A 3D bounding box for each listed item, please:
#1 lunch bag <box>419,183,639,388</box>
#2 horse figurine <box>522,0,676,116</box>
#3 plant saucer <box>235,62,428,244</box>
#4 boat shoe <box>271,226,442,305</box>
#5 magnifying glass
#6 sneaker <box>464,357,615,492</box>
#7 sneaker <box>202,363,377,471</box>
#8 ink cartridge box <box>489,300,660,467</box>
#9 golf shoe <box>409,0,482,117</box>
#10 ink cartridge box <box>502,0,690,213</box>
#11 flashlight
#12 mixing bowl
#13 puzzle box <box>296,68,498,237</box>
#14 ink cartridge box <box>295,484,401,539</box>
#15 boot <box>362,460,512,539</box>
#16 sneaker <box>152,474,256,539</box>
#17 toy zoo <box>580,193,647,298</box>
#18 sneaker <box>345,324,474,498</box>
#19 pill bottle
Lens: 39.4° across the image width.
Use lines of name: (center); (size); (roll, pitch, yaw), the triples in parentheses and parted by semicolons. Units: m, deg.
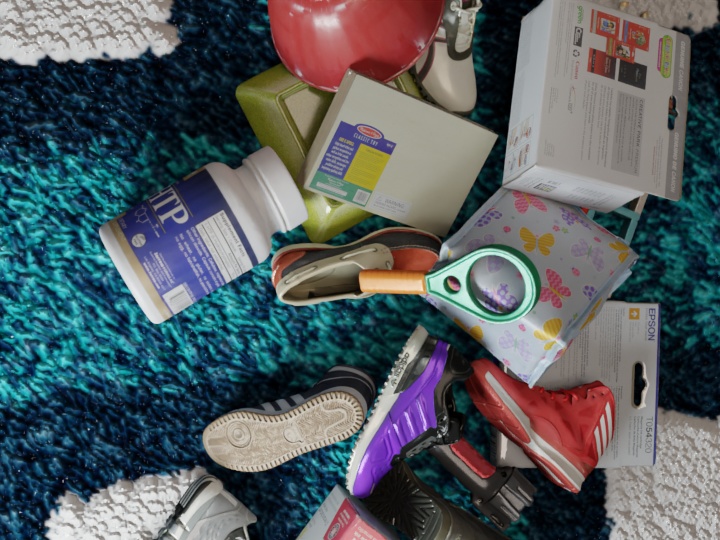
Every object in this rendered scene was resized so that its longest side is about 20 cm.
lunch bag: (0.192, -0.001, 1.105); (0.169, 0.128, 0.200); (39, 58, 12)
horse figurine: (0.274, -0.250, 1.179); (0.198, 0.050, 0.134); (3, 86, -14)
plant saucer: (-0.009, -0.161, 1.125); (0.198, 0.048, 0.201); (-29, 97, -9)
boat shoe: (0.000, 0.000, 1.115); (0.198, 0.063, 0.072); (-6, 124, -9)
magnifying glass: (0.088, 0.013, 1.027); (0.198, 0.022, 0.080); (2, 109, 32)
sneaker: (0.209, 0.145, 1.136); (0.116, 0.078, 0.200); (-47, 111, -15)
sneaker: (-0.072, 0.162, 1.122); (0.198, 0.108, 0.071); (-17, 99, 20)
ink cartridge box: (0.254, 0.133, 1.192); (0.198, 0.043, 0.199); (2, 90, -12)
golf shoe: (0.094, -0.268, 1.114); (0.077, 0.088, 0.202); (-24, 100, -37)
ink cartridge box: (0.258, -0.174, 1.089); (0.174, 0.084, 0.202); (13, 76, -15)
flashlight: (0.113, 0.196, 1.136); (0.200, 0.068, 0.068); (42, 40, 1)
mixing bowl: (-0.019, -0.300, 1.042); (0.198, 0.108, 0.202); (-5, 73, 16)
puzzle box: (0.042, -0.123, 1.088); (0.199, 0.025, 0.134); (17, 109, -33)
ink cartridge box: (-0.045, 0.350, 1.088); (0.083, 0.145, 0.201); (38, 85, -10)
boot: (0.109, 0.290, 1.141); (0.199, 0.182, 0.073); (28, 98, -36)
sneaker: (-0.184, 0.335, 1.098); (0.115, 0.075, 0.201); (38, 84, -13)
toy zoo: (0.273, -0.083, 1.198); (0.130, 0.020, 0.202); (20, 88, -11)
sneaker: (0.058, 0.169, 1.072); (0.099, 0.070, 0.202); (27, 102, 7)
pill bottle: (-0.161, -0.044, 1.063); (0.199, 0.120, 0.120); (-31, 98, -9)
